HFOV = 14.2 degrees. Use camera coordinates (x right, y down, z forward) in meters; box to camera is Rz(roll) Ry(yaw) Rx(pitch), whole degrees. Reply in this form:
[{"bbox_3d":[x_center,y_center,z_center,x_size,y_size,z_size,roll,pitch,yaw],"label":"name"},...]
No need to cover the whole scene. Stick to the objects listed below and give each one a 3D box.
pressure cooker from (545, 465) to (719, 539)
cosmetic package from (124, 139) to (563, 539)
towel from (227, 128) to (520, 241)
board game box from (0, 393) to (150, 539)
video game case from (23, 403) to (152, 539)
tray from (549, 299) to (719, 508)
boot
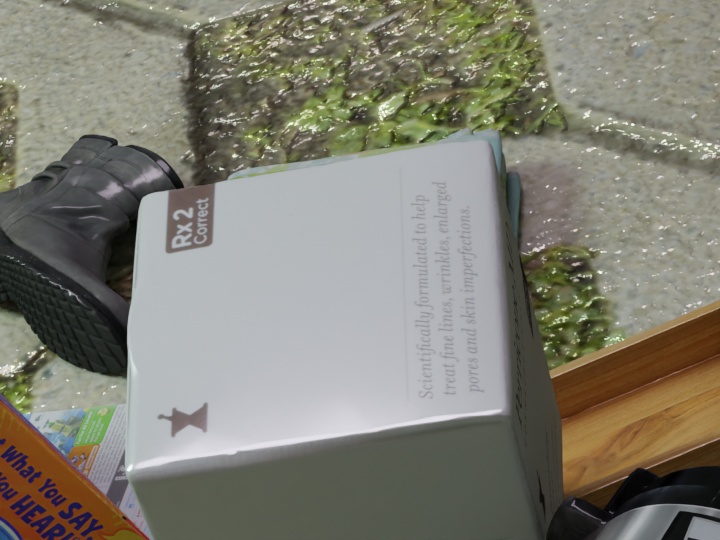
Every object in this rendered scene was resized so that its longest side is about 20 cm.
[{"bbox_3d":[0.146,0.176,1.154,0.178,0.176,0.200,-6,35,48],"label":"pressure cooker"},{"bbox_3d":[0.000,0.078,1.279,0.165,0.200,0.165,-9,46,7],"label":"cosmetic package"},{"bbox_3d":[0.000,0.000,1.573,0.171,0.048,0.200,-10,34,12],"label":"towel"},{"bbox_3d":[-0.256,0.122,1.398,0.200,0.200,0.200,-47,39,-6],"label":"board game box"},{"bbox_3d":[-0.152,0.125,1.530,0.200,0.018,0.143,-6,39,23],"label":"video game case"},{"bbox_3d":[0.115,0.087,1.410,0.200,0.037,0.099,-22,35,1],"label":"tray"},{"bbox_3d":[-0.153,-0.022,1.685,0.132,0.070,0.200,-33,40,-23],"label":"boot"}]
